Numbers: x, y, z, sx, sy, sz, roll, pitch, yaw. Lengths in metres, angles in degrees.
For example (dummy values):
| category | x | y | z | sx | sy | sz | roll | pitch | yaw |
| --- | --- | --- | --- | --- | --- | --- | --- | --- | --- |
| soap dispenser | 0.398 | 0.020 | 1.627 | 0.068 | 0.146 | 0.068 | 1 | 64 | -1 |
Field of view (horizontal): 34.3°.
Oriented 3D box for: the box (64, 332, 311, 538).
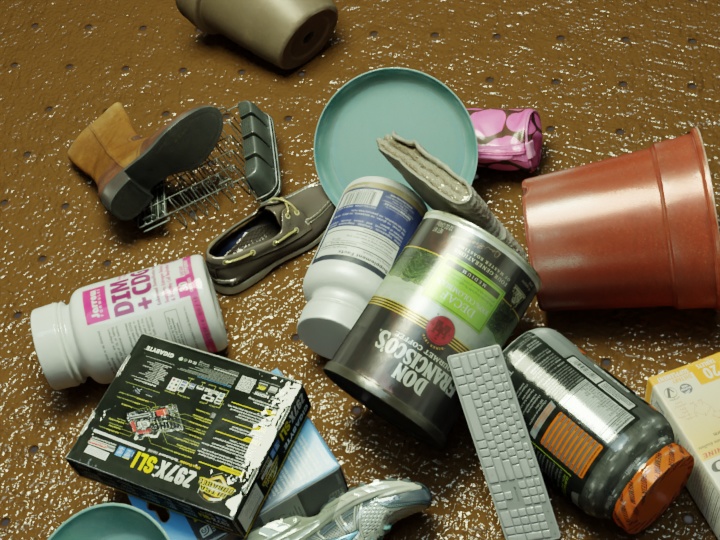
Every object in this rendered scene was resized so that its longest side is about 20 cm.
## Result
| category | x | y | z | sx | sy | sz | roll | pitch | yaw |
| --- | --- | --- | --- | --- | --- | --- | --- | --- | --- |
| box | -0.172 | 0.162 | 1.180 | 0.199 | 0.049 | 0.160 | 14 | 59 | 21 |

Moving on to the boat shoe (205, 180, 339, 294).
| category | x | y | z | sx | sy | sz | roll | pitch | yaw |
| --- | --- | --- | --- | --- | --- | --- | --- | --- | --- |
| boat shoe | -0.104 | -0.051 | 1.413 | 0.200 | 0.060 | 0.072 | -36 | 54 | -19 |

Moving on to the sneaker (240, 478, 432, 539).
| category | x | y | z | sx | sy | sz | roll | pitch | yaw |
| --- | --- | --- | --- | --- | --- | --- | --- | --- | --- |
| sneaker | -0.016 | 0.273 | 1.144 | 0.199 | 0.078 | 0.087 | -24 | 63 | -1 |

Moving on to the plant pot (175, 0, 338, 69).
| category | x | y | z | sx | sy | sz | roll | pitch | yaw |
| --- | --- | --- | --- | --- | --- | --- | --- | --- | --- |
| plant pot | -0.129 | -0.374 | 1.614 | 0.200 | 0.200 | 0.175 | -38 | 75 | -20 |

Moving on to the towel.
| category | x | y | z | sx | sy | sz | roll | pitch | yaw |
| --- | --- | --- | --- | --- | --- | --- | --- | --- | --- |
| towel | 0.099 | -0.080 | 1.268 | 0.034 | 0.133 | 0.200 | -46 | 39 | 1 |

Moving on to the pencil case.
| category | x | y | z | sx | sy | sz | roll | pitch | yaw |
| --- | --- | --- | --- | --- | --- | --- | --- | --- | --- |
| pencil case | 0.125 | -0.160 | 1.447 | 0.199 | 0.091 | 0.094 | 1 | 12 | 12 |

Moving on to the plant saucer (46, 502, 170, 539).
| category | x | y | z | sx | sy | sz | roll | pitch | yaw |
| --- | --- | --- | --- | --- | --- | --- | --- | --- | --- |
| plant saucer | -0.240 | 0.325 | 1.112 | 0.199 | 0.036 | 0.201 | -11 | 67 | 25 |

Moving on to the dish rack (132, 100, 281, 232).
| category | x | y | z | sx | sy | sz | roll | pitch | yaw |
| --- | --- | --- | --- | --- | --- | --- | --- | --- | --- |
| dish rack | -0.203 | -0.126 | 1.482 | 0.199 | 0.055 | 0.154 | -23 | 48 | 15 |

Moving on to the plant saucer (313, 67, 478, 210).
| category | x | y | z | sx | sy | sz | roll | pitch | yaw |
| --- | --- | --- | --- | --- | --- | --- | --- | --- | --- |
| plant saucer | 0.043 | -0.145 | 1.406 | 0.199 | 0.201 | 0.027 | 2 | 15 | 11 |

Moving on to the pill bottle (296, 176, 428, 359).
| category | x | y | z | sx | sy | sz | roll | pitch | yaw |
| --- | --- | --- | --- | --- | --- | --- | --- | --- | --- |
| pill bottle | 0.000 | 0.000 | 1.324 | 0.111 | 0.111 | 0.201 | 11 | 55 | 17 |

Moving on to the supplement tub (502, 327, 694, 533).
| category | x | y | z | sx | sy | sz | roll | pitch | yaw |
| --- | --- | --- | --- | --- | --- | --- | --- | --- | --- |
| supplement tub | 0.221 | 0.158 | 1.154 | 0.122 | 0.123 | 0.200 | -36 | 56 | -19 |

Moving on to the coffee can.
| category | x | y | z | sx | sy | sz | roll | pitch | yaw |
| --- | --- | --- | --- | --- | --- | --- | --- | --- | --- |
| coffee can | 0.075 | 0.060 | 1.206 | 0.146 | 0.146 | 0.200 | 28 | 78 | 27 |

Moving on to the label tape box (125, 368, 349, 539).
| category | x | y | z | sx | sy | sz | roll | pitch | yaw |
| --- | --- | --- | --- | --- | --- | --- | --- | --- | --- |
| label tape box | -0.134 | 0.214 | 1.204 | 0.199 | 0.063 | 0.144 | -29 | 53 | -10 |

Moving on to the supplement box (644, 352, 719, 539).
| category | x | y | z | sx | sy | sz | roll | pitch | yaw |
| --- | --- | --- | --- | --- | --- | --- | --- | --- | --- |
| supplement box | 0.380 | 0.179 | 1.142 | 0.126 | 0.074 | 0.200 | -19 | 51 | -9 |

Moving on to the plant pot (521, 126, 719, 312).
| category | x | y | z | sx | sy | sz | roll | pitch | yaw |
| --- | --- | --- | --- | --- | --- | --- | --- | --- | --- |
| plant pot | 0.282 | -0.040 | 1.272 | 0.194 | 0.201 | 0.201 | -9 | 50 | 13 |

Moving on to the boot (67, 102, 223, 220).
| category | x | y | z | sx | sy | sz | roll | pitch | yaw |
| --- | --- | --- | --- | --- | --- | --- | --- | --- | --- |
| boot | -0.278 | -0.168 | 1.496 | 0.188 | 0.068 | 0.200 | -49 | 38 | 3 |

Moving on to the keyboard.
| category | x | y | z | sx | sy | sz | roll | pitch | yaw |
| --- | --- | --- | --- | --- | --- | --- | --- | --- | --- |
| keyboard | 0.139 | 0.171 | 1.130 | 0.056 | 0.201 | 0.011 | -16 | 7 | 20 |

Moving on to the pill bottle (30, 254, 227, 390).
| category | x | y | z | sx | sy | sz | roll | pitch | yaw |
| --- | --- | --- | --- | --- | --- | --- | --- | --- | --- |
| pill bottle | -0.259 | 0.062 | 1.312 | 0.199 | 0.114 | 0.114 | -17 | 51 | -4 |
